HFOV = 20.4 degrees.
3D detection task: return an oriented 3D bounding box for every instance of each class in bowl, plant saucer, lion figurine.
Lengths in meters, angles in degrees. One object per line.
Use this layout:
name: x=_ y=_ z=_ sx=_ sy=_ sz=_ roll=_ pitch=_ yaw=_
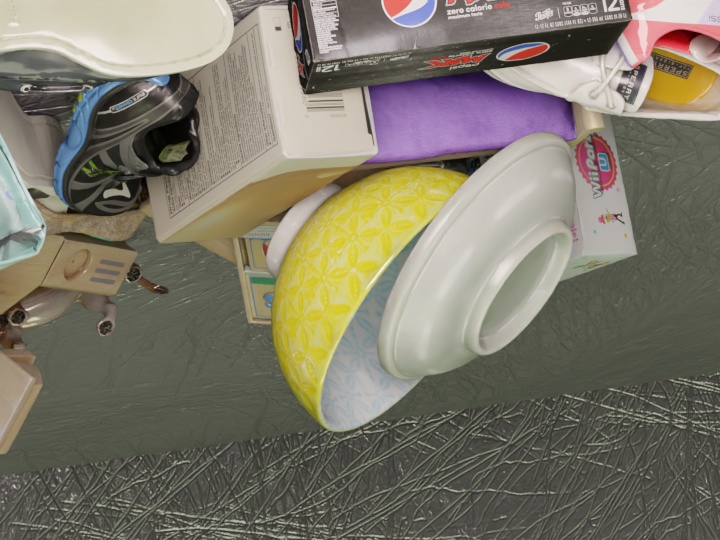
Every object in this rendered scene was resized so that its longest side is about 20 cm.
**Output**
bowl: x=0.000 y=0.000 z=1.382 sx=0.200 sy=0.108 sz=0.200 roll=-42 pitch=155 yaw=-25
plant saucer: x=0.093 y=0.002 z=1.362 sx=0.200 sy=0.050 sz=0.200 roll=-42 pitch=155 yaw=-25
lion figurine: x=-0.283 y=0.023 z=1.787 sx=0.200 sy=0.073 sz=0.122 roll=-12 pitch=-156 yaw=-24

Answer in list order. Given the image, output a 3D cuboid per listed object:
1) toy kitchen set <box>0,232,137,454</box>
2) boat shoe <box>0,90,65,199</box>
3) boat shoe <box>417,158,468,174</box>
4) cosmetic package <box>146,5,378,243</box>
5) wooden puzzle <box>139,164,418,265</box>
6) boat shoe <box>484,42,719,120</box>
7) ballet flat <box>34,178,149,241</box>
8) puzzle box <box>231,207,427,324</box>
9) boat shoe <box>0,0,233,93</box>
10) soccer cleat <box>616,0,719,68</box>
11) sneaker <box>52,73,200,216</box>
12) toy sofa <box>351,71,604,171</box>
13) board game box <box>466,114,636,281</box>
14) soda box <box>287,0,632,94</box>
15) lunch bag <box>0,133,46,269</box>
toy kitchen set: x=-0.265 y=0.063 z=1.539 sx=0.200 sy=0.163 sz=0.180 roll=-60 pitch=154 yaw=10
boat shoe: x=-0.244 y=-0.082 z=1.323 sx=0.060 sy=0.074 sz=0.200 roll=-14 pitch=175 yaw=6
boat shoe: x=-0.016 y=-0.077 z=1.555 sx=0.200 sy=0.064 sz=0.071 roll=-13 pitch=169 yaw=12
cosmetic package: x=-0.073 y=-0.094 z=1.329 sx=0.071 sy=0.105 sz=0.200 roll=-4 pitch=169 yaw=-31
wooden puzzle: x=-0.039 y=-0.057 z=1.503 sx=0.185 sy=0.046 sz=0.200 roll=30 pitch=138 yaw=-27
boat shoe: x=0.165 y=-0.134 z=1.313 sx=0.200 sy=0.071 sz=0.070 roll=11 pitch=-157 yaw=-28
ballet flat: x=-0.219 y=-0.063 z=1.485 sx=0.067 sy=0.068 sz=0.200 roll=-37 pitch=164 yaw=22
puzzle box: x=0.006 y=-0.001 z=1.507 sx=0.200 sy=0.025 sz=0.133 roll=3 pitch=143 yaw=8
boat shoe: x=-0.173 y=-0.133 z=1.117 sx=0.199 sy=0.075 sz=0.066 roll=-6 pitch=170 yaw=-17
soccer cleat: x=0.246 y=-0.170 z=1.308 sx=0.200 sy=0.073 sz=0.068 roll=-4 pitch=167 yaw=-26
sneaker: x=-0.150 y=-0.080 z=1.312 sx=0.083 sy=0.071 sz=0.200 roll=31 pitch=153 yaw=-1
toy sofa: x=0.064 y=-0.121 z=1.364 sx=0.200 sy=0.083 sz=0.098 roll=-7 pitch=170 yaw=-15
board game box: x=0.111 y=-0.055 z=1.567 sx=0.064 sy=0.148 sz=0.200 roll=1 pitch=165 yaw=-41
soda box: x=0.059 y=-0.158 z=1.224 sx=0.200 sy=0.063 sz=0.071 roll=-8 pitch=169 yaw=-9
lunch bag: x=-0.309 y=-0.048 z=1.199 sx=0.170 sy=0.122 sz=0.200 roll=-17 pitch=144 yaw=29
